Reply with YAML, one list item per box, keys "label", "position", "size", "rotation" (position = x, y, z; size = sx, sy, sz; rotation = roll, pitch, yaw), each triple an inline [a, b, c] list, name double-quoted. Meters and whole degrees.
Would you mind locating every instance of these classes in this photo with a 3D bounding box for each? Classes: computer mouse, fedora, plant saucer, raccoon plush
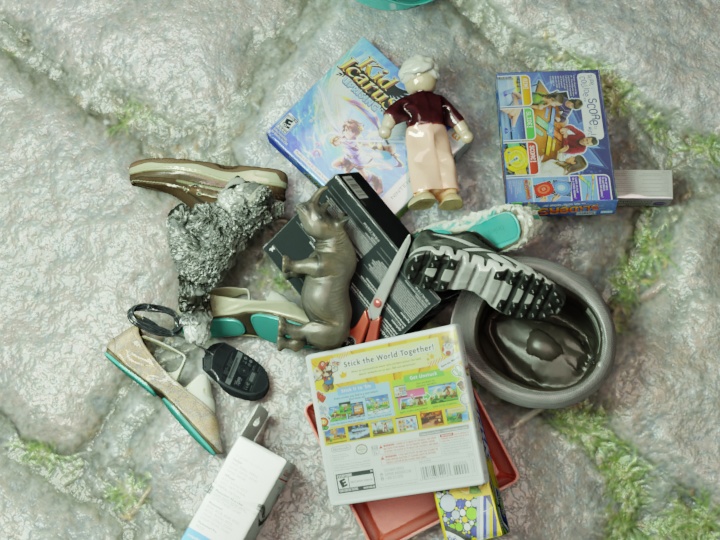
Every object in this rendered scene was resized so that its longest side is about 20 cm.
- label: "computer mouse"
  position: [-0.199, 0.101, 1.535]
  size: [0.200, 0.034, 0.059]
  rotation: [34, 49, -12]
- label: "fedora"
  position: [0.211, 0.081, 1.523]
  size: [0.200, 0.090, 0.177]
  rotation: [20, 79, 10]
- label: "plant saucer"
  position: [0.061, 0.212, 1.530]
  size: [0.200, 0.037, 0.200]
  rotation: [-27, 79, -3]
- label: "raccoon plush"
  position: [-0.152, -0.016, 1.522]
  size: [0.134, 0.097, 0.200]
  rotation: [-10, 87, 10]

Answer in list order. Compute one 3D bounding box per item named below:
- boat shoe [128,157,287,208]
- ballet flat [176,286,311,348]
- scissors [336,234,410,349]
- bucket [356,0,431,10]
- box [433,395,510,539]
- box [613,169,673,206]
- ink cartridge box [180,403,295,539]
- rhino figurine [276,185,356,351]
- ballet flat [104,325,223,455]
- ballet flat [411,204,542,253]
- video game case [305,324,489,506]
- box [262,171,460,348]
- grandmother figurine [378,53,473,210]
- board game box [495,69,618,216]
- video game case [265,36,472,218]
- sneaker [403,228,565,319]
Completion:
- label: "boat shoe"
  position: [-0.196, -0.097, 1.587]
  size: [0.202, 0.075, 0.075]
  rotation: [5, 84, 3]
- label: "ballet flat"
  position: [-0.131, 0.052, 1.553]
  size: [0.200, 0.069, 0.070]
  rotation: [5, 78, 12]
- label: "scissors"
  position: [0.011, 0.047, 1.481]
  size: [0.073, 0.014, 0.200]
  rotation: [16, 105, 24]
- label: "bucket"
  position: [0.042, -0.442, 1.617]
  size: [0.207, 0.135, 0.208]
  rotation: [-1, 79, 3]
- label: "box"
  position: [0.115, 0.218, 1.471]
  size: [0.070, 0.064, 0.200]
  rotation: [-16, 79, 12]
- label: "box"
  position: [0.292, -0.104, 1.585]
  size: [0.200, 0.039, 0.042]
  rotation: [0, 78, 2]
- label: "ink cartridge box"
  position: [-0.137, 0.265, 1.486]
  size: [0.067, 0.116, 0.200]
  rotation: [28, 81, 8]
- label: "rhino figurine"
  position: [-0.049, 0.001, 1.470]
  size: [0.087, 0.060, 0.200]
  rotation: [4, 96, -3]
- label: "ballet flat"
  position: [-0.227, 0.140, 1.543]
  size: [0.200, 0.068, 0.067]
  rotation: [42, 75, 8]
- label: "ballet flat"
  position: [0.140, -0.037, 1.540]
  size: [0.200, 0.072, 0.072]
  rotation: [-14, 74, 42]
- label: "video game case"
  position: [0.040, 0.170, 1.454]
  size: [0.200, 0.023, 0.182]
  rotation: [-13, 83, 26]
- label: "box"
  position: [0.000, 0.000, 1.529]
  size: [0.141, 0.079, 0.200]
  rotation: [-43, 79, 21]
- label: "grandmother figurine"
  position: [0.079, -0.176, 1.558]
  size: [0.121, 0.061, 0.200]
  rotation: [4, 72, -27]
- label: "board game box"
  position: [0.243, -0.161, 1.572]
  size: [0.135, 0.034, 0.200]
  rotation: [-1, 61, 2]
- label: "video game case"
  position: [0.012, -0.170, 1.607]
  size: [0.200, 0.045, 0.181]
  rotation: [43, 82, 10]
- label: "sneaker"
  position: [0.147, -0.005, 1.466]
  size: [0.200, 0.067, 0.091]
  rotation: [16, 35, -10]
